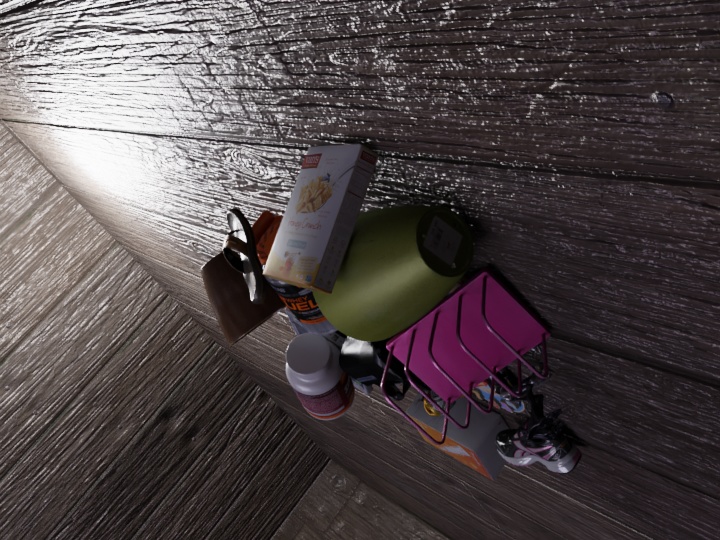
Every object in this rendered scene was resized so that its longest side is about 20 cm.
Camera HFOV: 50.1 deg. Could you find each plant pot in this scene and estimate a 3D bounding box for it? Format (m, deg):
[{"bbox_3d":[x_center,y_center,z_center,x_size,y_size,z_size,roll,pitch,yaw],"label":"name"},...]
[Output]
[{"bbox_3d":[-0.307,0.053,1.930,0.201,0.186,0.187,54,161,0],"label":"plant pot"},{"bbox_3d":[0.056,-0.012,1.047,0.187,0.188,0.200,44,149,-13],"label":"plant pot"}]

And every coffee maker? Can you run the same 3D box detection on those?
[{"bbox_3d":[0.042,0.126,1.361,0.193,0.134,0.200,54,157,-5],"label":"coffee maker"}]

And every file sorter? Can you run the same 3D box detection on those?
[{"bbox_3d":[0.144,0.128,1.071,0.139,0.126,0.200,42,119,-14],"label":"file sorter"}]

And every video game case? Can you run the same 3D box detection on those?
[{"bbox_3d":[-0.062,0.164,1.572,0.181,0.023,0.201,31,158,24],"label":"video game case"}]

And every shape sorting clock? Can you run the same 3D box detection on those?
[{"bbox_3d":[0.213,0.198,1.409,0.199,0.039,0.200,36,162,14],"label":"shape sorting clock"}]

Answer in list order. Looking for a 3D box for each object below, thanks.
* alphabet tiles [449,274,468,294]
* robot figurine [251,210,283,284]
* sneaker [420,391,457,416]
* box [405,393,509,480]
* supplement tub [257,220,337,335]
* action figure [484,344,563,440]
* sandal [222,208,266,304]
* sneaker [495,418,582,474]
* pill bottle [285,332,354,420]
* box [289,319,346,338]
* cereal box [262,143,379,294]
[{"bbox_3d":[0.135,0.034,1.236,0.199,0.006,0.167,27,157,37],"label":"alphabet tiles"},{"bbox_3d":[-0.141,-0.026,1.477,0.201,0.143,0.117,60,-162,-46],"label":"robot figurine"},{"bbox_3d":[0.151,0.242,1.535,0.078,0.082,0.200,42,178,5],"label":"sneaker"},{"bbox_3d":[0.213,0.336,1.635,0.199,0.098,0.125,22,154,44],"label":"box"},{"bbox_3d":[-0.092,0.011,1.350,0.122,0.123,0.201,22,155,43],"label":"supplement tub"},{"bbox_3d":[0.242,0.162,1.180,0.119,0.102,0.201,50,-172,-51],"label":"action figure"},{"bbox_3d":[-0.216,-0.026,1.377,0.082,0.054,0.201,116,140,-57],"label":"sandal"},{"bbox_3d":[0.319,0.307,1.425,0.087,0.080,0.199,57,150,-13],"label":"sneaker"},{"bbox_3d":[-0.080,0.203,1.486,0.113,0.113,0.201,31,159,25],"label":"pill bottle"},{"bbox_3d":[-0.027,0.134,1.634,0.200,0.104,0.182,45,160,-13],"label":"box"},{"bbox_3d":[-0.057,-0.075,1.065,0.039,0.202,0.143,22,173,-34],"label":"cereal box"}]
